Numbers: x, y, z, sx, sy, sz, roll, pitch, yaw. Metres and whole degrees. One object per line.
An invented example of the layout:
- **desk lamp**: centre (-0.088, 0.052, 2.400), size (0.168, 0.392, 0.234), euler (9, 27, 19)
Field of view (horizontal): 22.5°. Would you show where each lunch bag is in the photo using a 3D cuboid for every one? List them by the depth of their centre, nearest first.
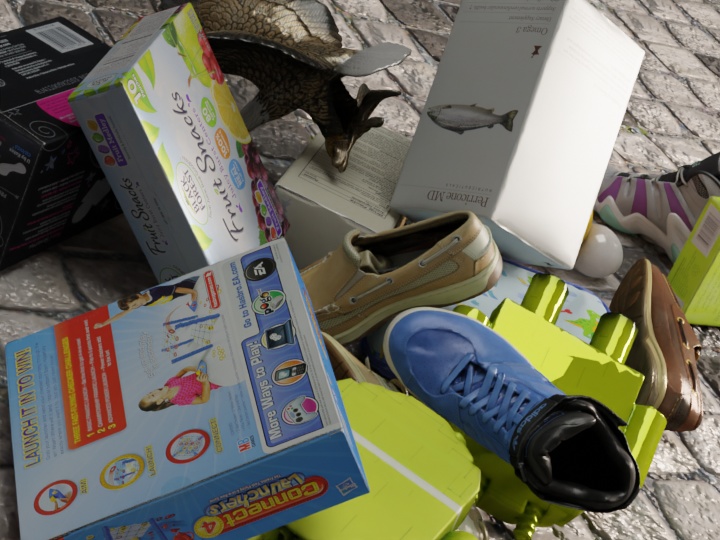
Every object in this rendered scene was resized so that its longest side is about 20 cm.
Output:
- **lunch bag**: centre (0.104, 0.048, 1.439), size (0.200, 0.083, 0.161), euler (21, 29, -9)

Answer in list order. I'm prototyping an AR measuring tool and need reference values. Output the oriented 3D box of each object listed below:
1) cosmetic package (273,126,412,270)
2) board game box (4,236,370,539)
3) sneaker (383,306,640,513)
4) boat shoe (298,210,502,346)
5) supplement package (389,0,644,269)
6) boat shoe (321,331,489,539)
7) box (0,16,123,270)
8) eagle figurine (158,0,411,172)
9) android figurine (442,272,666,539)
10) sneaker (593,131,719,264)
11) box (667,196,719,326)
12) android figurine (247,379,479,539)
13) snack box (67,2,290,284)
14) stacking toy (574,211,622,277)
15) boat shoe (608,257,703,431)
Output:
- **cosmetic package**: centre (-0.012, -0.059, 1.538), size (0.105, 0.071, 0.200), euler (27, 28, 4)
- **board game box**: centre (-0.112, 0.088, 1.105), size (0.195, 0.056, 0.200), euler (-21, 37, 1)
- **sneaker**: centre (0.105, 0.093, 1.223), size (0.200, 0.077, 0.111), euler (41, -6, -2)
- **boat shoe**: centre (0.000, 0.000, 1.333), size (0.076, 0.200, 0.072), euler (59, 13, -46)
- **supplement package**: centre (0.129, -0.116, 1.482), size (0.117, 0.200, 0.117), euler (9, -15, 44)
- **boat shoe**: centre (0.014, 0.125, 1.257), size (0.063, 0.073, 0.200), euler (2, 46, -47)
- **box**: centre (-0.251, -0.100, 1.371), size (0.132, 0.115, 0.200), euler (31, 26, 14)
- **eagle figurine**: centre (-0.075, -0.168, 1.476), size (0.200, 0.151, 0.152), euler (42, -19, -13)
- **android figurine**: centre (0.131, 0.102, 1.321), size (0.182, 0.041, 0.200), euler (31, 61, -4)
- **sneaker**: centre (0.314, -0.088, 1.779), size (0.200, 0.140, 0.078), euler (35, 30, 17)
- **box**: centre (0.389, -0.001, 1.712), size (0.200, 0.122, 0.048), euler (6, 32, -32)
- **android figurine**: centre (-0.006, 0.142, 1.138), size (0.182, 0.041, 0.200), euler (33, 42, 14)
- **snack box**: centre (-0.130, -0.077, 1.346), size (0.053, 0.200, 0.142), euler (-12, 27, 25)
- **stacking toy**: centre (0.163, -0.057, 1.652), size (0.200, 0.146, 0.146), euler (35, 25, -17)
- **boat shoe**: centre (0.252, 0.067, 1.548), size (0.067, 0.072, 0.200), euler (24, 34, -13)
